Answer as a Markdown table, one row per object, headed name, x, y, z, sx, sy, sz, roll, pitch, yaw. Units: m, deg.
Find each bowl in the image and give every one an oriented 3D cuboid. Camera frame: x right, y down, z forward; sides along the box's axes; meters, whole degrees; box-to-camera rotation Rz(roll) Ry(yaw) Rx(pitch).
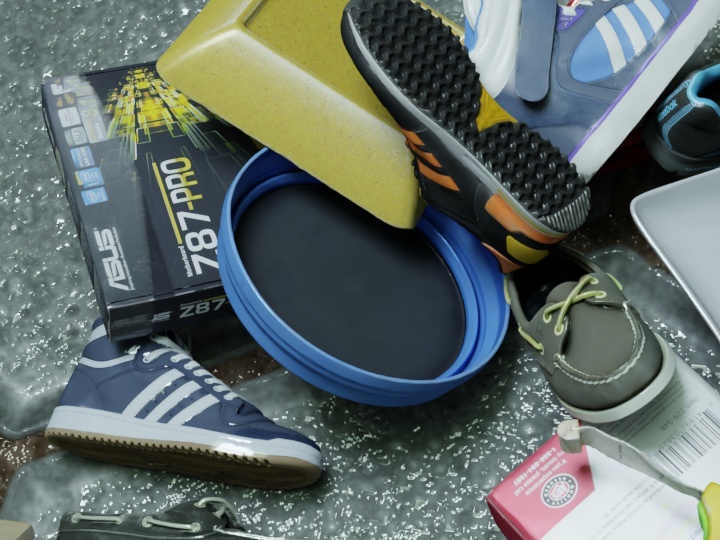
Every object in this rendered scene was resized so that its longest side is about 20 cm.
| name | x | y | z | sx | sy | sz | roll | pitch | yaw |
| --- | --- | --- | --- | --- | --- | --- | --- | --- | --- |
| bowl | 0.000 | 0.000 | 1.075 | 0.200 | 0.039 | 0.201 | 17 | 46 | -19 |

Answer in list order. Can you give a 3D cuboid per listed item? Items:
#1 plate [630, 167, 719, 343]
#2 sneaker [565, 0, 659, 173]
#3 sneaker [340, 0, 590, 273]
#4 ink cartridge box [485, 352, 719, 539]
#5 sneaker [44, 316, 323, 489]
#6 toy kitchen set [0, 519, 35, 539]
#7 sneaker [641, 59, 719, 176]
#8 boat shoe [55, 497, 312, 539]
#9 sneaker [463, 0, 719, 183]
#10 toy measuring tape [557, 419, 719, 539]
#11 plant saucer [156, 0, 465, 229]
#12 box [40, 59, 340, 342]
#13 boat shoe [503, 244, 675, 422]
| name | x | y | z | sx | sy | sz | roll | pitch | yaw |
| --- | --- | --- | --- | --- | --- | --- | --- | --- | --- |
| plate | 0.287 | 0.014 | 1.021 | 0.200 | 0.032 | 0.200 | -19 | 65 | -24 |
| sneaker | 0.185 | -0.142 | 1.176 | 0.115 | 0.078 | 0.200 | 37 | 68 | 6 |
| sneaker | 0.048 | -0.080 | 1.044 | 0.200 | 0.090 | 0.070 | 47 | 49 | 5 |
| ink cartridge box | 0.194 | 0.166 | 0.973 | 0.148 | 0.086 | 0.200 | -38 | 60 | -8 |
| sneaker | -0.109 | 0.079 | 1.117 | 0.200 | 0.070 | 0.109 | 6 | 65 | 22 |
| toy kitchen set | -0.309 | 0.268 | 1.025 | 0.180 | 0.164 | 0.200 | 2 | 23 | 24 |
| sneaker | 0.287 | -0.113 | 1.090 | 0.200 | 0.082 | 0.073 | -17 | 71 | -13 |
| boat shoe | -0.106 | 0.176 | 1.061 | 0.200 | 0.071 | 0.064 | -3 | 62 | 16 |
| sneaker | 0.142 | -0.166 | 1.093 | 0.146 | 0.081 | 0.200 | 38 | 72 | 3 |
| toy measuring tape | 0.180 | 0.151 | 0.896 | 0.200 | 0.074 | 0.074 | 26 | 71 | 25 |
| plant saucer | -0.010 | -0.147 | 1.136 | 0.200 | 0.048 | 0.200 | 32 | 43 | -2 |
| box | -0.120 | -0.058 | 1.150 | 0.161 | 0.049 | 0.200 | -12 | 58 | -14 |
| boat shoe | 0.132 | 0.033 | 1.015 | 0.072 | 0.060 | 0.202 | -34 | 17 | 2 |
